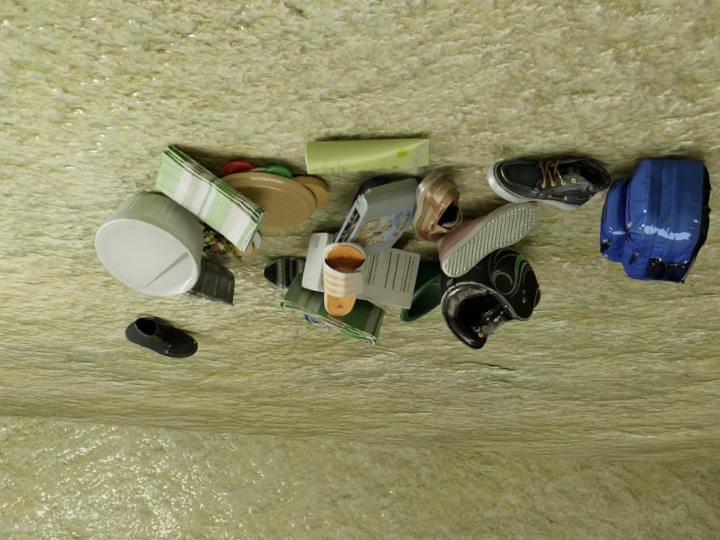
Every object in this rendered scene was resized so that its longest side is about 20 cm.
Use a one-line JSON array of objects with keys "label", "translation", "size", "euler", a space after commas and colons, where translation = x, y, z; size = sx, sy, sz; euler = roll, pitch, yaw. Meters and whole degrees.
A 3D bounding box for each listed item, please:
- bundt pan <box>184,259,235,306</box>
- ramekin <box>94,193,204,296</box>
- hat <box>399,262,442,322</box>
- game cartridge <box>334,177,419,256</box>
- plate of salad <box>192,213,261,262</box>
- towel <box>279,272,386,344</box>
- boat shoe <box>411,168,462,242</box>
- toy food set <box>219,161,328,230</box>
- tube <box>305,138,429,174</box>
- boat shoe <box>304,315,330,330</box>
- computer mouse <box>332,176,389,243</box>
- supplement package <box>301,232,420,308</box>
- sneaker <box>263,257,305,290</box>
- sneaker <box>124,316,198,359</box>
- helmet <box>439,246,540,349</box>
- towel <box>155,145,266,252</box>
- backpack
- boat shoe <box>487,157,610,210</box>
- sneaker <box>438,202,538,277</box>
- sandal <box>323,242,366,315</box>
[{"label": "bundt pan", "translation": [-0.348, 0.011, 1.783], "size": [0.199, 0.077, 0.202], "euler": [16, 173, 2]}, {"label": "ramekin", "translation": [-0.383, -0.052, 1.599], "size": [0.199, 0.095, 0.204], "euler": [8, 137, 7]}, {"label": "hat", "translation": [0.095, -0.006, 1.811], "size": [0.199, 0.177, 0.166], "euler": [-34, 158, -10]}, {"label": "game cartridge", "translation": [0.031, -0.085, 1.519], "size": [0.131, 0.042, 0.201], "euler": [-13, 154, -26]}, {"label": "plate of salad", "translation": [-0.296, -0.059, 1.696], "size": [0.196, 0.049, 0.201], "euler": [3, 158, 1]}, {"label": "towel", "translation": [-0.050, 0.073, 1.687], "size": [0.197, 0.153, 0.024], "euler": [22, 114, 2]}, {"label": "boat shoe", "translation": [0.137, -0.095, 1.490], "size": [0.072, 0.076, 0.200], "euler": [40, 167, 19]}, {"label": "toy food set", "translation": [-0.171, -0.131, 1.509], "size": [0.196, 0.049, 0.199], "euler": [21, 152, -35]}, {"label": "tube", "translation": [0.012, -0.183, 1.366], "size": [0.196, 0.053, 0.058], "euler": [-3, -162, 1]}, {"label": "boat shoe", "translation": [-0.083, 0.094, 1.999], "size": [0.083, 0.070, 0.200], "euler": [12, 156, -20]}, {"label": "computer mouse", "translation": [-0.006, -0.103, 1.526], "size": [0.058, 0.034, 0.200], "euler": [-13, 153, -38]}, {"label": "supplement package", "translation": [0.000, 0.000, 1.677], "size": [0.197, 0.111, 0.114], "euler": [12, 179, -21]}, {"label": "sneaker", "translation": [-0.108, 0.018, 1.830], "size": [0.196, 0.076, 0.081], "euler": [4, 166, -2]}, {"label": "sneaker", "translation": [-0.511, 0.179, 2.245], "size": [0.197, 0.076, 0.106], "euler": [15, 157, -24]}, {"label": "helmet", "translation": [0.251, 0.037, 1.668], "size": [0.197, 0.191, 0.203], "euler": [12, 126, 17]}, {"label": "towel", "translation": [-0.263, -0.117, 1.472], "size": [0.199, 0.031, 0.149], "euler": [35, 150, -4]}, {"label": "backpack", "translation": [0.479, -0.082, 1.393], "size": [0.165, 0.165, 0.200], "euler": [3, 158, 8]}, {"label": "boat shoe", "translation": [0.304, -0.153, 1.379], "size": [0.197, 0.072, 0.091], "euler": [7, 157, -27]}, {"label": "sneaker", "translation": [0.224, -0.078, 1.570], "size": [0.199, 0.105, 0.076], "euler": [-35, 118, 12]}, {"label": "sandal", "translation": [-0.028, 0.031, 1.545], "size": [0.078, 0.060, 0.208], "euler": [-3, 140, -6]}]
